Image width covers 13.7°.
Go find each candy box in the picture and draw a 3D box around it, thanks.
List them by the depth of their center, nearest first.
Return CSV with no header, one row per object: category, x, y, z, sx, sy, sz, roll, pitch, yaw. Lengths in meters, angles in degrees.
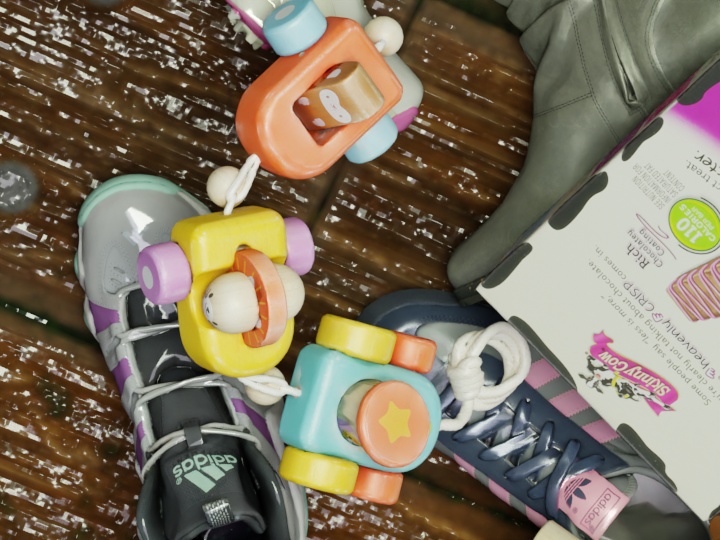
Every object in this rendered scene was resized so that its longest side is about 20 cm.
candy box,0.164,-0.015,1.185,0.136,0.061,0.200,46,117,-1

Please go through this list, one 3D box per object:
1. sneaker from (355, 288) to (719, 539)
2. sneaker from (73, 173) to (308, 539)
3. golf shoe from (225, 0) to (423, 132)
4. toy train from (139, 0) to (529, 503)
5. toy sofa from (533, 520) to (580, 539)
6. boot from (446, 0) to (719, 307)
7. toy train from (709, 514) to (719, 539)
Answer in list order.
sneaker,0.085,0.077,1.307,0.200,0.082,0.070,31,103,-14
sneaker,-0.067,0.064,1.253,0.078,0.140,0.200,-20,107,4
golf shoe,-0.033,-0.143,1.236,0.092,0.075,0.200,-44,107,3
toy train,0.000,0.000,1.197,0.150,0.056,0.200,-39,115,-19
toy sofa,0.079,0.205,1.312,0.083,0.098,0.200,34,130,18
boot,0.084,-0.087,1.275,0.200,0.068,0.131,-42,86,22
toy train,0.222,0.068,1.310,0.200,0.056,0.150,-18,118,-33
